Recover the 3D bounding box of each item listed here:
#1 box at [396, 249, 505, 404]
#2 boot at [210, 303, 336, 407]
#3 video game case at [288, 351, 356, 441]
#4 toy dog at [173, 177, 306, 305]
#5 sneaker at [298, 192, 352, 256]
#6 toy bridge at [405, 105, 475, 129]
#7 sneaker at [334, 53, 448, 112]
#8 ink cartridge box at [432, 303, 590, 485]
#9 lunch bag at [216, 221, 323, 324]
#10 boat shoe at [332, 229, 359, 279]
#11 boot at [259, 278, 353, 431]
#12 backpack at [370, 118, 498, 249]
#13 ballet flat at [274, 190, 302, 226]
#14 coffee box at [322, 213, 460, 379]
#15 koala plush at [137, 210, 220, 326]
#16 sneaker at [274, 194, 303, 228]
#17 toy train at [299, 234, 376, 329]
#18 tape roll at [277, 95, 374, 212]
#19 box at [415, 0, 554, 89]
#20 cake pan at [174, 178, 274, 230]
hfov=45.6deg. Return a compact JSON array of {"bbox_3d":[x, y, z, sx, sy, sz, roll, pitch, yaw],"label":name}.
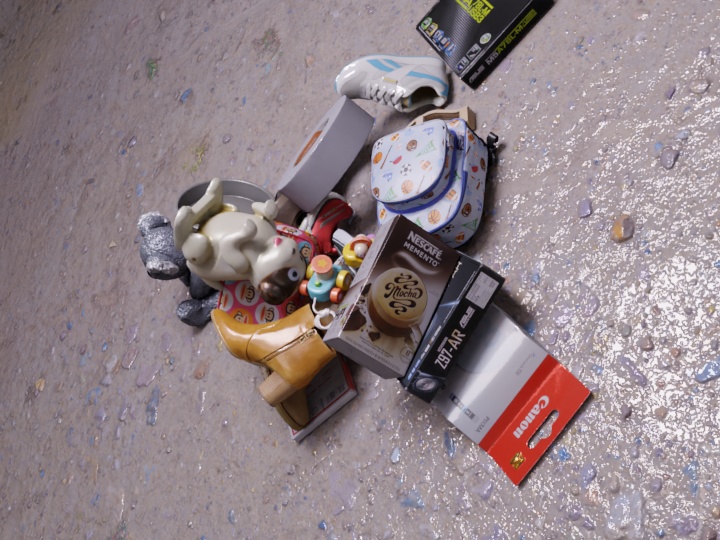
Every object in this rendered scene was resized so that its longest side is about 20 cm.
[{"bbox_3d":[0.116,0.074,1.222,0.201,0.043,0.160,-59,12,4],"label":"box"},{"bbox_3d":[-0.134,0.097,1.344,0.144,0.071,0.202,-42,68,6],"label":"boot"},{"bbox_3d":[-0.084,0.166,1.445,0.143,0.017,0.201,-41,45,22],"label":"video game case"},{"bbox_3d":[-0.182,-0.022,1.350,0.198,0.140,0.196,22,120,13],"label":"toy dog"},{"bbox_3d":[-0.080,-0.042,1.515,0.201,0.084,0.077,-59,0,14],"label":"sneaker"},{"bbox_3d":[0.108,-0.234,1.468,0.198,0.027,0.068,-23,51,36],"label":"toy bridge"},{"bbox_3d":[0.054,-0.318,1.472,0.197,0.077,0.082,-5,59,0],"label":"sneaker"},{"bbox_3d":[0.188,0.160,1.150,0.161,0.047,0.200,-53,40,9],"label":"ink cartridge box"},{"bbox_3d":[-0.168,0.016,1.456,0.174,0.082,0.203,18,100,9],"label":"lunch bag"},{"bbox_3d":[0.000,0.000,1.411,0.071,0.072,0.200,-52,43,7],"label":"boat shoe"},{"bbox_3d":[-0.064,0.134,1.364,0.199,0.066,0.177,-31,78,16],"label":"boot"},{"bbox_3d":[0.106,-0.127,1.326,0.198,0.153,0.193,-17,65,37],"label":"backpack"},{"bbox_3d":[-0.132,-0.068,1.615,0.065,0.057,0.203,-5,66,12],"label":"ballet flat"},{"bbox_3d":[0.045,0.038,1.221,0.202,0.112,0.080,-63,13,-17],"label":"coffee box"},{"bbox_3d":[-0.350,-0.025,1.684,0.183,0.199,0.179,-39,45,22],"label":"koala plush"},{"bbox_3d":[-0.092,-0.150,1.598,0.200,0.076,0.070,-50,10,-22],"label":"sneaker"},{"bbox_3d":[0.002,0.003,1.311,0.198,0.056,0.151,-25,46,-10],"label":"toy train"},{"bbox_3d":[-0.060,-0.200,1.471,0.201,0.066,0.201,-50,15,18],"label":"tape roll"},{"bbox_3d":[0.206,-0.438,1.469,0.193,0.047,0.201,-47,43,19],"label":"box"},{"bbox_3d":[-0.264,-0.116,1.681,0.201,0.198,0.037,-126,32,-46],"label":"cake pan"}]
